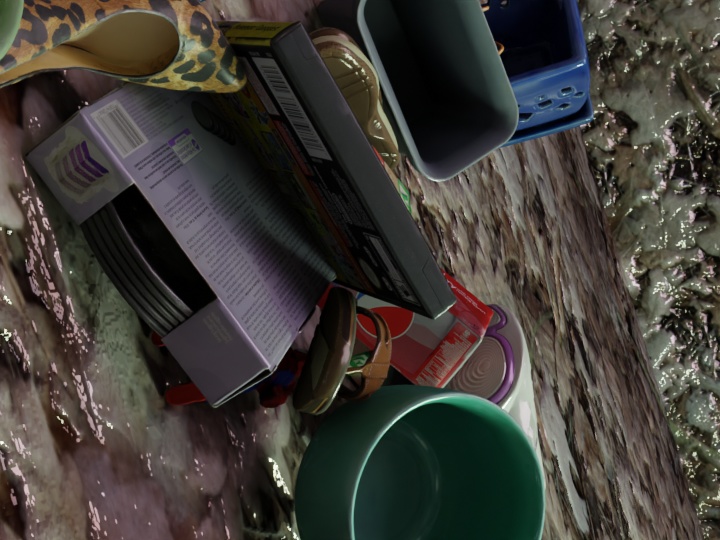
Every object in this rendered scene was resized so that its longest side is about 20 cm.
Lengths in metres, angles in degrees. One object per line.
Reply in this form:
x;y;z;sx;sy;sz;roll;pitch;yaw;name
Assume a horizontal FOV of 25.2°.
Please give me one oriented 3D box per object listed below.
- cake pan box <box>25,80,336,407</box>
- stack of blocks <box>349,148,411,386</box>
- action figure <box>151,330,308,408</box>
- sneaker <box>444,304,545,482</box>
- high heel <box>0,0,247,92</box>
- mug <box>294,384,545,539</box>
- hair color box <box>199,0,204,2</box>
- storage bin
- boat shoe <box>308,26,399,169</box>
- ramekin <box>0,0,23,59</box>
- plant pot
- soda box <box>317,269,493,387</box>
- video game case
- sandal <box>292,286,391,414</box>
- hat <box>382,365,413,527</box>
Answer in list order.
-0.101;-0.030;0.985;0.185;0.052;0.200;52;19;-8;cake pan box
0.017;0.009;1.395;0.115;0.058;0.202;50;28;-53;stack of blocks
-0.074;0.061;1.070;0.066;0.051;0.200;70;14;9;action figure
0.102;0.128;1.243;0.100;0.074;0.202;41;46;-62;sneaker
-0.144;-0.111;0.891;0.199;0.071;0.143;25;37;-29;high heel
0.029;0.169;1.076;0.151;0.114;0.187;15;84;-28;mug
-0.144;-0.261;1.138;0.200;0.060;0.101;8;66;-72;hair color box
0.052;-0.207;1.558;0.134;0.145;0.201;22;-40;60;storage bin
-0.018;-0.163;1.446;0.203;0.074;0.076;68;9;-59;boat shoe
-0.235;-0.163;0.671;0.200;0.097;0.202;-17;90;-74;ramekin
0.183;-0.265;2.003;0.180;0.198;0.202;57;21;-61;plant pot
0.000;0.000;1.177;0.200;0.064;0.070;40;19;0;soda box
-0.033;-0.069;1.024;0.201;0.025;0.180;59;-17;-21;video game case
-0.008;0.059;1.059;0.200;0.054;0.083;92;17;-85;sandal
0.025;0.138;1.240;0.201;0.080;0.202;43;39;-49;hat
